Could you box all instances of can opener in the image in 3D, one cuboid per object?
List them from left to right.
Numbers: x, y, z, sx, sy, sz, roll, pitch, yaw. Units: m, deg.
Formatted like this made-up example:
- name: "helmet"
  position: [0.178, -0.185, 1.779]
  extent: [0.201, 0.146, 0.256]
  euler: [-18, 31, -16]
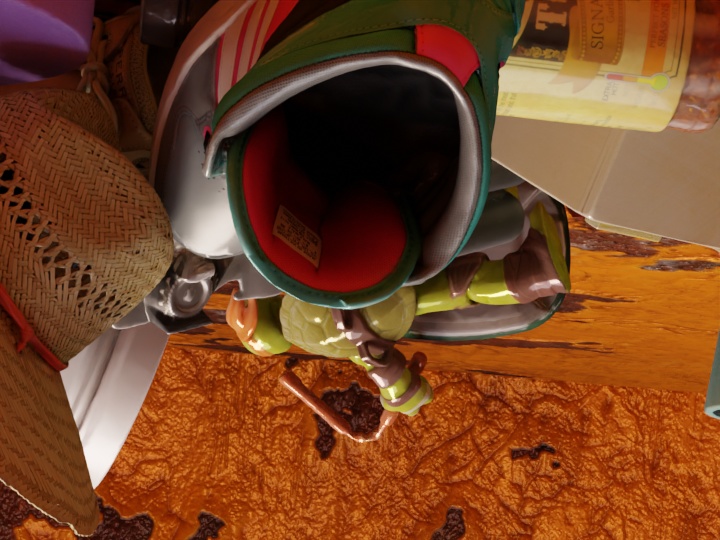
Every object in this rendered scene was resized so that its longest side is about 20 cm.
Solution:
- name: "can opener"
  position: [-0.025, -0.025, 0.828]
  extent: [0.200, 0.053, 0.067]
  euler: [-15, -146, -36]

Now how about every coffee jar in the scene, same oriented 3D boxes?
- name: "coffee jar"
  position: [0.042, -0.015, 1.096]
  extent: [0.104, 0.086, 0.200]
  euler: [-3, -175, -3]

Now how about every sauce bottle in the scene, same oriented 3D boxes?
- name: "sauce bottle"
  position: [0.026, -0.085, 0.722]
  extent: [0.199, 0.066, 0.066]
  euler: [4, 174, -7]

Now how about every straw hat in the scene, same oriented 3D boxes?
- name: "straw hat"
  position: [-0.109, -0.015, 0.702]
  extent: [0.085, 0.201, 0.201]
  euler: [-33, 171, 1]

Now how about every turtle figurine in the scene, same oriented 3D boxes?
- name: "turtle figurine"
  position: [0.000, 0.000, 0.942]
  extent: [0.161, 0.064, 0.200]
  euler: [-23, 121, 21]

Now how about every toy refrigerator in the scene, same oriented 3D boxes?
- name: "toy refrigerator"
  position: [0.147, -0.045, 0.860]
  extent: [0.200, 0.070, 0.076]
  euler: [11, -162, -41]

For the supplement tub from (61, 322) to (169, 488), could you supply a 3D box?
- name: "supplement tub"
  position: [-0.183, 0.000, 0.883]
  extent: [0.199, 0.145, 0.145]
  euler: [22, 170, -12]

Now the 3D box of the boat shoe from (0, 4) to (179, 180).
- name: "boat shoe"
  position: [-0.058, -0.075, 0.809]
  extent: [0.200, 0.073, 0.063]
  euler: [-6, 157, 7]

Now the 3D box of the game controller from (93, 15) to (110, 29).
- name: "game controller"
  position: [-0.143, -0.099, 0.895]
  extent: [0.200, 0.042, 0.104]
  euler: [11, -175, -40]

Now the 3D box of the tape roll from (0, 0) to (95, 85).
- name: "tape roll"
  position: [-0.182, -0.110, 0.672]
  extent: [0.199, 0.066, 0.200]
  euler: [4, 174, 0]

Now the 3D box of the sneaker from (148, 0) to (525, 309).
- name: "sneaker"
  position: [-0.016, -0.032, 0.648]
  extent: [0.083, 0.121, 0.200]
  euler: [27, 138, -15]

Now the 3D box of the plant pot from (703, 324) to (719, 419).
- name: "plant pot"
  position: [0.212, -0.028, 0.663]
  extent: [0.200, 0.162, 0.201]
  euler: [5, 174, 0]

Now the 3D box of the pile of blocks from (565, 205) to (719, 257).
- name: "pile of blocks"
  position: [0.178, -0.038, 1.033]
  extent: [0.199, 0.062, 0.082]
  euler: [7, 173, -19]
